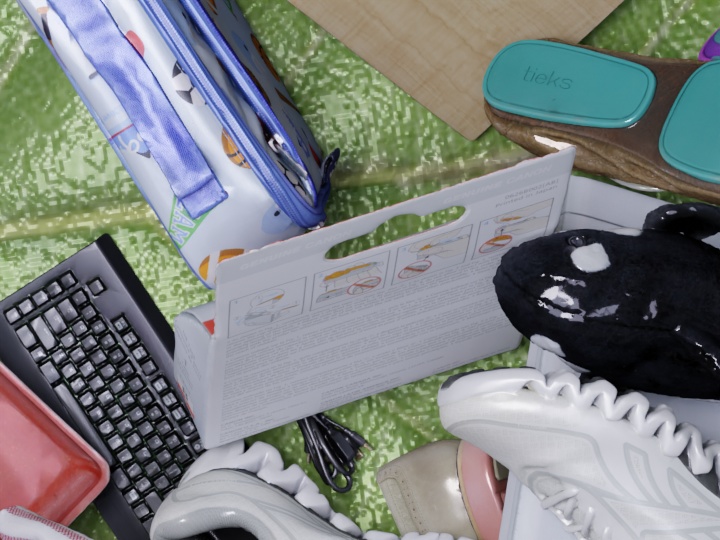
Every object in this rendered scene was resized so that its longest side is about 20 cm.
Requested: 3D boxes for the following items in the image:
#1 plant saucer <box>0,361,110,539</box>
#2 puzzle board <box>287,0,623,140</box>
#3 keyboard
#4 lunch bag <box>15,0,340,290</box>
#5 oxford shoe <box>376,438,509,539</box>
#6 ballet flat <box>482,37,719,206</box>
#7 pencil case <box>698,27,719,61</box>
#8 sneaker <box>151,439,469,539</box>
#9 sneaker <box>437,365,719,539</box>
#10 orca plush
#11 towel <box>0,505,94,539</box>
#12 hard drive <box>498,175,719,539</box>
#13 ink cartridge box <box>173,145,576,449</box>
[{"bbox_3d":[-0.250,0.093,1.325,0.200,0.037,0.200,43,100,-4],"label":"plant saucer"},{"bbox_3d":[0.035,-0.159,1.233,0.151,0.017,0.200,-43,126,18],"label":"puzzle board"},{"bbox_3d":[-0.077,0.073,1.327,0.127,0.021,0.201,-32,97,6],"label":"keyboard"},{"bbox_3d":[-0.083,-0.087,1.232,0.075,0.160,0.200,-34,95,7],"label":"lunch bag"},{"bbox_3d":[0.065,0.172,1.323,0.073,0.071,0.201,-14,95,25],"label":"oxford shoe"},{"bbox_3d":[0.142,-0.055,1.228,0.072,0.199,0.068,46,65,-45],"label":"ballet flat"},{"bbox_3d":[0.239,-0.038,1.267,0.092,0.085,0.200,-39,99,-35],"label":"pencil case"},{"bbox_3d":[-0.004,0.147,1.257,0.199,0.081,0.076,22,107,15],"label":"sneaker"},{"bbox_3d":[0.119,0.102,1.190,0.199,0.075,0.081,26,75,-10],"label":"sneaker"},{"bbox_3d":[0.151,0.043,1.195,0.200,0.071,0.105,34,108,-28],"label":"orca plush"},{"bbox_3d":[-0.062,0.176,1.246,0.200,0.146,0.030,41,74,-34],"label":"towel"},{"bbox_3d":[0.135,0.069,1.256,0.131,0.027,0.201,16,69,-14],"label":"hard drive"},{"bbox_3d":[0.000,0.000,1.210,0.161,0.200,0.050,-18,65,-12],"label":"ink cartridge box"}]
